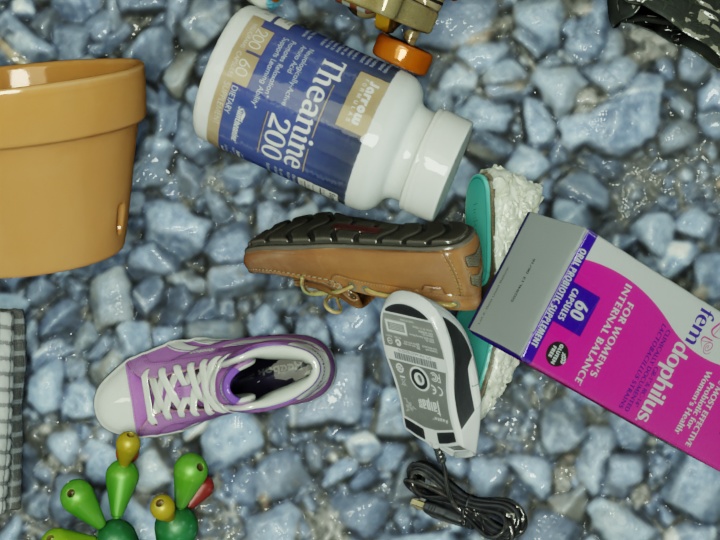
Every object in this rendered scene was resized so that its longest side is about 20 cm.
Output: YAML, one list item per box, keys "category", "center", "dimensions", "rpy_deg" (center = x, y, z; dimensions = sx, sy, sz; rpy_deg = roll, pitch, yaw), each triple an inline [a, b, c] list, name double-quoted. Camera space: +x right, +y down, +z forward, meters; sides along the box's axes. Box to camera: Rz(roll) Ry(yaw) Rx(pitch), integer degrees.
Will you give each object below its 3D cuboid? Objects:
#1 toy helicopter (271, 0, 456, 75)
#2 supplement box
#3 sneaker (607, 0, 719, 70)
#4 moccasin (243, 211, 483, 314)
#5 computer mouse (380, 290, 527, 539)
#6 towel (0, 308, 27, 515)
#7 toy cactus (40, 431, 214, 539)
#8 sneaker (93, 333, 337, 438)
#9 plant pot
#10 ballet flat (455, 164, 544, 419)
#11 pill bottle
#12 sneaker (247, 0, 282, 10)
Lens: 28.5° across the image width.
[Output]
- category: "toy helicopter"
  center: [-0.025, -0.220, 1.059]
  dimensions: [0.132, 0.199, 0.080]
  rpy_deg: [33, 104, 39]
- category: "supplement box"
  center: [0.196, 0.053, 1.032]
  dimensions: [0.198, 0.103, 0.102]
  rpy_deg: [29, 89, -21]
- category: "sneaker"
  center: [0.209, -0.238, 1.097]
  dimensions: [0.197, 0.060, 0.106]
  rpy_deg: [22, 85, 2]
- category: "moccasin"
  center: [0.001, -0.001, 1.087]
  dimensions: [0.198, 0.074, 0.079]
  rpy_deg: [2, 114, 21]
- category: "computer mouse"
  center: [0.065, 0.102, 1.053]
  dimensions: [0.044, 0.109, 0.203]
  rpy_deg: [-28, 118, -36]
- category: "towel"
  center: [-0.365, 0.108, 1.123]
  dimensions: [0.197, 0.086, 0.169]
  rpy_deg: [2, 89, 3]
- category: "toy cactus"
  center: [-0.180, 0.226, 1.108]
  dimensions: [0.199, 0.102, 0.166]
  rpy_deg: [-40, 104, 0]
- category: "sneaker"
  center: [-0.120, 0.085, 1.086]
  dimensions: [0.197, 0.114, 0.074]
  rpy_deg: [-14, 88, 5]
- category: "plant pot"
  center: [-0.254, -0.078, 1.075]
  dimensions: [0.197, 0.200, 0.142]
  rpy_deg: [-4, 103, 5]
- category: "ballet flat"
  center: [0.111, 0.021, 1.095]
  dimensions: [0.071, 0.072, 0.203]
  rpy_deg: [6, 90, 5]
- category: "pill bottle"
  center: [-0.019, -0.115, 1.086]
  dimensions: [0.198, 0.111, 0.112]
  rpy_deg: [24, 90, 5]
- category: "sneaker"
  center: [-0.140, -0.266, 1.124]
  dimensions: [0.200, 0.077, 0.081]
  rpy_deg: [43, 91, 14]
